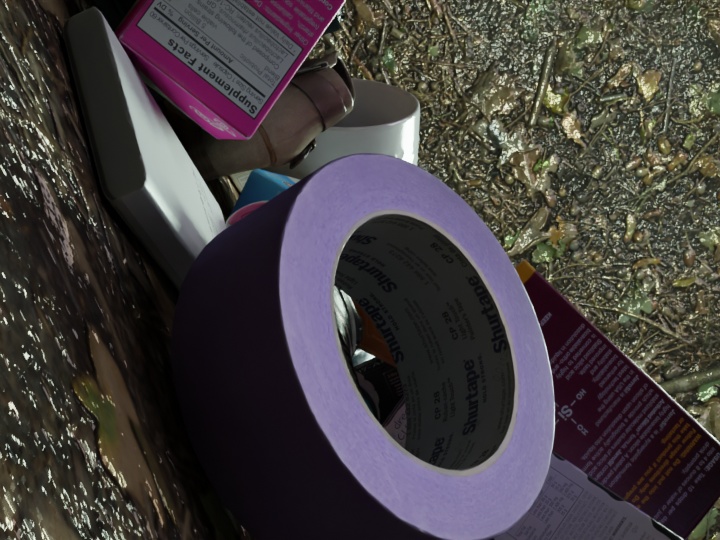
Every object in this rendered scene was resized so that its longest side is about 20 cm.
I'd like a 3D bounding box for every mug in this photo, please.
[{"bbox_3d":[-0.019,-0.083,1.129,0.201,0.145,0.178,-83,175,-64],"label":"mug"}]

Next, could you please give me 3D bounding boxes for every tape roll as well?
[{"bbox_3d":[0.007,0.048,0.613,0.199,0.084,0.203,25,53,-37],"label":"tape roll"}]

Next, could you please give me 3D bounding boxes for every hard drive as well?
[{"bbox_3d":[-0.113,-0.042,0.710,0.201,0.026,0.133,66,3,-58],"label":"hard drive"}]

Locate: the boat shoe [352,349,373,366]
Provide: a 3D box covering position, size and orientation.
[{"bbox_3d":[-0.013,0.051,1.018,0.092,0.070,0.200,64,26,-12],"label":"boat shoe"}]

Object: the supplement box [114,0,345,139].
[{"bbox_3d":[-0.063,-0.192,0.750,0.103,0.201,0.101,37,-5,-18],"label":"supplement box"}]

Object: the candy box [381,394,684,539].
[{"bbox_3d":[0.110,0.169,0.773,0.199,0.072,0.168,33,-15,24],"label":"candy box"}]

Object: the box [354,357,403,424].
[{"bbox_3d":[0.062,0.134,0.922,0.044,0.198,0.162,-130,-165,-83],"label":"box"}]

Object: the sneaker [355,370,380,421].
[{"bbox_3d":[-0.013,0.135,0.809,0.080,0.076,0.201,-94,164,-47],"label":"sneaker"}]

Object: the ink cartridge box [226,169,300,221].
[{"bbox_3d":[0.000,0.000,0.946,0.199,0.067,0.116,32,9,20],"label":"ink cartridge box"}]

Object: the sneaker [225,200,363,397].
[{"bbox_3d":[-0.029,0.061,0.709,0.087,0.073,0.203,15,60,-72],"label":"sneaker"}]

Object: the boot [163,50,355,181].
[{"bbox_3d":[-0.076,-0.127,0.925,0.201,0.145,0.071,-111,174,-60],"label":"boot"}]

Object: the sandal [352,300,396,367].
[{"bbox_3d":[-0.030,0.028,0.792,0.205,0.059,0.080,23,-43,28],"label":"sandal"}]

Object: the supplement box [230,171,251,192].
[{"bbox_3d":[-0.122,-0.167,1.195,0.200,0.073,0.127,64,4,-67],"label":"supplement box"}]

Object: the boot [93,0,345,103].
[{"bbox_3d":[-0.111,-0.228,0.828,0.077,0.166,0.202,-112,178,-53],"label":"boot"}]

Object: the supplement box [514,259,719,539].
[{"bbox_3d":[0.149,0.099,0.829,0.200,0.086,0.110,44,-9,5],"label":"supplement box"}]
